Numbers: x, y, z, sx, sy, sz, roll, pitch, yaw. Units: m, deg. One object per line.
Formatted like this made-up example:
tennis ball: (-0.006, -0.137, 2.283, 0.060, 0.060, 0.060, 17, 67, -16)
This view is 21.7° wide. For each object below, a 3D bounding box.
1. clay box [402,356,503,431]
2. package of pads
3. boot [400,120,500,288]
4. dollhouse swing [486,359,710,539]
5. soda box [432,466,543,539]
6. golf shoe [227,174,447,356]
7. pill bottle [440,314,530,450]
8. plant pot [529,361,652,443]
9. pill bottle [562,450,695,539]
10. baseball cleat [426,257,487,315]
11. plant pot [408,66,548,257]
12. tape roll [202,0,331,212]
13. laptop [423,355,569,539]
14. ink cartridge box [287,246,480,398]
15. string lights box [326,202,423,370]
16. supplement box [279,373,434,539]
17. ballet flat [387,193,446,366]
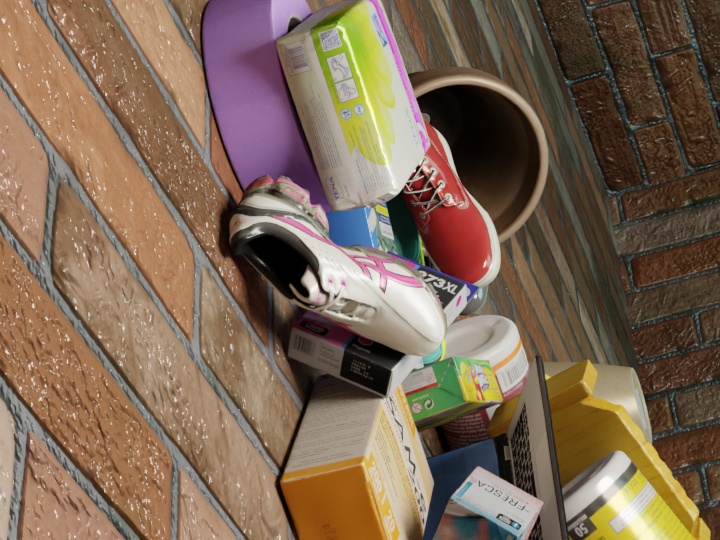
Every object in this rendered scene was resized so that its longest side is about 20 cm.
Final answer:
clay box: (0.060, 0.119, 1.730, 0.200, 0.114, 0.048, 13, 57, -76)
package of pads: (-0.004, -0.141, 1.573, 0.200, 0.068, 0.155, -56, 128, -72)
boot: (0.057, -0.078, 1.802, 0.144, 0.072, 0.201, 34, 27, -56)
dollhouse swing: (0.245, 0.172, 1.787, 0.200, 0.181, 0.176, 54, 41, -4)
soda box: (0.076, 0.262, 1.504, 0.068, 0.063, 0.201, -37, 150, -61)
golf shoe: (-0.022, 0.013, 1.480, 0.199, 0.073, 0.092, 34, 34, -8)
pill bottle: (0.143, 0.160, 2.033, 0.114, 0.113, 0.201, -74, 147, -65)
plant pot: (0.234, 0.182, 2.197, 0.187, 0.199, 0.189, -15, 90, -77)
pill bottle: (0.246, 0.266, 1.633, 0.200, 0.111, 0.111, 50, 13, 3)
baseball cleat: (0.091, -0.043, 2.170, 0.106, 0.069, 0.201, 49, 19, -49)
plant pot: (0.085, -0.135, 2.011, 0.175, 0.199, 0.201, -117, -175, -66)
tape roll: (-0.067, -0.143, 1.598, 0.200, 0.065, 0.201, -15, 90, -76)
laptop: (0.092, 0.204, 1.601, 0.201, 0.115, 0.188, 103, -14, -52)
ink cartridge box: (0.025, 0.032, 1.593, 0.200, 0.094, 0.037, -44, 151, -54)
string lights box: (0.000, 0.000, 1.731, 0.103, 0.059, 0.201, 16, 60, -75)
supplement box: (0.002, 0.172, 1.522, 0.200, 0.073, 0.127, -71, 145, -67)
ballet flat: (0.036, 0.010, 1.885, 0.067, 0.066, 0.201, 117, -42, -78)
